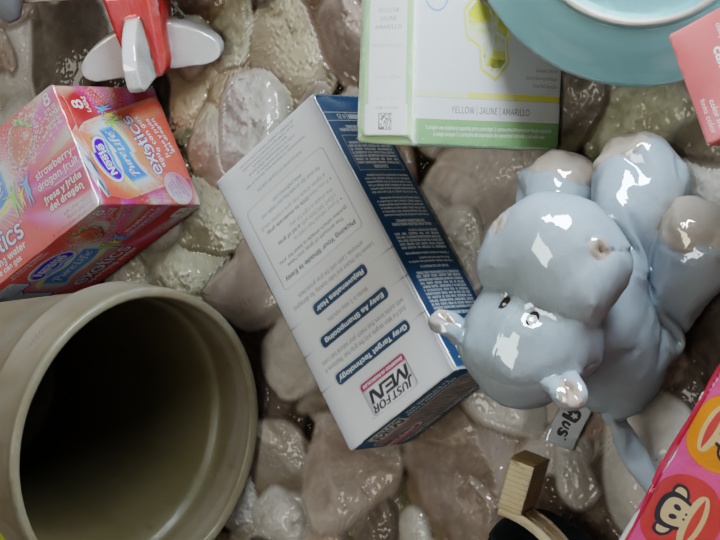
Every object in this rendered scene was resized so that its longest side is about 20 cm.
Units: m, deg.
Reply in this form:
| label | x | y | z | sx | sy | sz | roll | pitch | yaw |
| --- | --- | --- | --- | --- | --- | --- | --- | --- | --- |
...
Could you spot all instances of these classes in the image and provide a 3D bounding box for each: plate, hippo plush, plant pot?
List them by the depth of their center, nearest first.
| label | x | y | z | sx | sy | sz | roll | pitch | yaw |
| --- | --- | --- | --- | --- | --- | --- | --- | --- | --- |
| plate | 0.154 | -0.201 | 1.292 | 0.200 | 0.026 | 0.200 | 0 | 92 | 9 |
| hippo plush | 0.102 | 0.016 | 1.313 | 0.159 | 0.161 | 0.200 | 30 | 110 | 34 |
| plant pot | -0.197 | 0.094 | 1.542 | 0.173 | 0.200 | 0.200 | 14 | 100 | 43 |

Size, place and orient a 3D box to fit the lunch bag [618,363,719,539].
| label | x | y | z | sx | sy | sz | roll | pitch | yaw |
| --- | --- | --- | --- | --- | --- | --- | --- | --- | --- |
| lunch bag | 0.231 | 0.154 | 1.226 | 0.176 | 0.082 | 0.200 | 28 | 84 | 24 |

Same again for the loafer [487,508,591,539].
| label | x | y | z | sx | sy | sz | roll | pitch | yaw |
| --- | --- | --- | --- | --- | --- | --- | --- | --- | --- |
| loafer | 0.146 | 0.224 | 1.354 | 0.200 | 0.073 | 0.072 | 45 | 139 | 32 |

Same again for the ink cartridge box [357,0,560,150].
| label | x | y | z | sx | sy | sz | roll | pitch | yaw |
| --- | --- | --- | --- | --- | --- | --- | --- | --- | --- |
| ink cartridge box | 0.059 | -0.170 | 1.351 | 0.048 | 0.145 | 0.200 | 5 | 94 | 39 |

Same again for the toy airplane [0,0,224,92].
| label | x | y | z | sx | sy | sz | roll | pitch | yaw |
| --- | --- | --- | --- | --- | --- | --- | --- | --- | --- |
| toy airplane | -0.160 | -0.212 | 1.528 | 0.199 | 0.141 | 0.200 | 38 | 100 | 9 |

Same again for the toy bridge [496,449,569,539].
| label | x | y | z | sx | sy | sz | roll | pitch | yaw |
| --- | --- | --- | --- | --- | --- | --- | --- | --- | --- |
| toy bridge | 0.169 | 0.166 | 1.315 | 0.200 | 0.027 | 0.067 | 20 | 105 | 19 |

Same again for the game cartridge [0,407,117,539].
| label | x | y | z | sx | sy | sz | roll | pitch | yaw |
| --- | --- | --- | --- | --- | --- | --- | --- | --- | --- |
| game cartridge | -0.240 | 0.192 | 1.678 | 0.133 | 0.040 | 0.200 | 41 | 116 | 34 |

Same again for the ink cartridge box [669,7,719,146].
| label | x | y | z | sx | sy | sz | roll | pitch | yaw |
| --- | --- | --- | --- | --- | --- | --- | --- | --- | --- |
| ink cartridge box | 0.274 | -0.129 | 1.197 | 0.200 | 0.116 | 0.068 | -27 | 75 | 37 |

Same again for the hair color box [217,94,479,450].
| label | x | y | z | sx | sy | sz | roll | pitch | yaw |
| --- | --- | --- | --- | --- | --- | --- | --- | --- | --- |
| hair color box | 0.000 | 0.000 | 1.459 | 0.100 | 0.060 | 0.200 | -40 | 67 | 33 |

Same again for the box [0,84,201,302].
| label | x | y | z | sx | sy | sz | roll | pitch | yaw |
| --- | --- | --- | --- | --- | --- | --- | --- | --- | --- |
| box | -0.220 | -0.037 | 1.610 | 0.200 | 0.103 | 0.095 | -35 | 71 | 35 |
